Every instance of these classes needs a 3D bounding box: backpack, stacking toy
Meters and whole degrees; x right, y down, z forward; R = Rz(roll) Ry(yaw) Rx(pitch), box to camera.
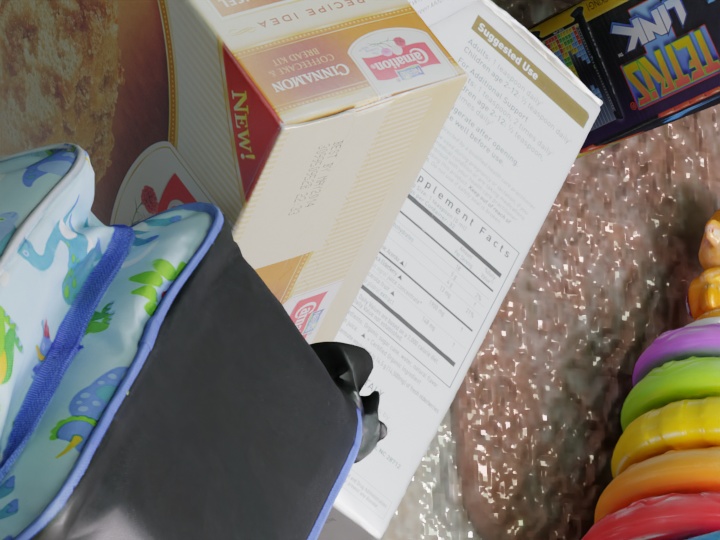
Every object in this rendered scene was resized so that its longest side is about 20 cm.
[{"bbox_3d":[-0.123,0.067,0.823,0.147,0.200,0.183,54,29,-19],"label":"backpack"},{"bbox_3d":[0.137,0.059,1.130,0.116,0.110,0.200,36,48,-39],"label":"stacking toy"}]

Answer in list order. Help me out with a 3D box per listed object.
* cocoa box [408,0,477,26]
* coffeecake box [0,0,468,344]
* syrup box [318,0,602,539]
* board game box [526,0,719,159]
[{"bbox_3d":[0.025,-0.188,1.062,0.200,0.131,0.134,-31,136,-36],"label":"cocoa box"},{"bbox_3d":[-0.072,-0.072,0.934,0.073,0.154,0.200,-18,60,-36],"label":"coffeecake box"},{"bbox_3d":[0.000,0.000,1.055,0.081,0.079,0.200,39,59,-19],"label":"syrup box"},{"bbox_3d":[0.172,-0.109,1.148,0.200,0.165,0.057,-23,90,-35],"label":"board game box"}]
